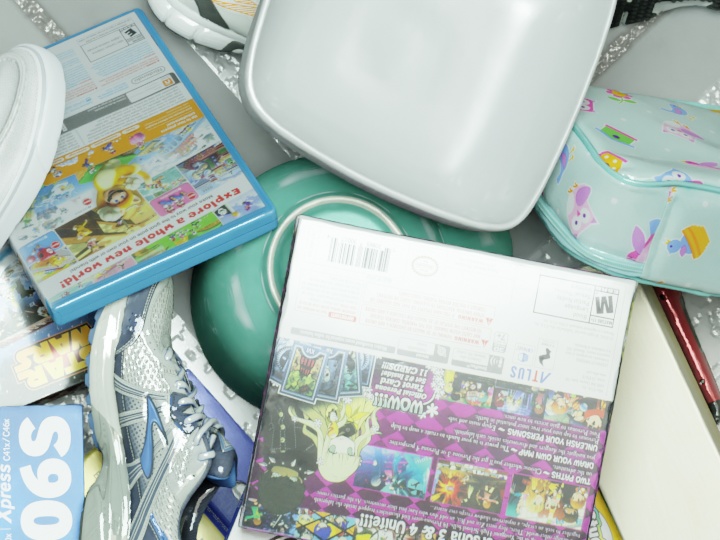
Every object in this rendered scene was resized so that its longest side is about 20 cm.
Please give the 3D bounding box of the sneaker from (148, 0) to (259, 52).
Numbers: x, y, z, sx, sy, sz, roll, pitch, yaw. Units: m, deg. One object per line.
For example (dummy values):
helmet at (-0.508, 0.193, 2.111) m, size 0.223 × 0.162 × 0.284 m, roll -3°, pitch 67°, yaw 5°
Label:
sneaker at (-0.030, -0.155, 1.693) m, size 0.199 × 0.080 × 0.074 m, roll 21°, pitch 49°, yaw -9°

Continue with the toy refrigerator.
toy refrigerator at (0.173, 0.095, 1.692) m, size 0.076 × 0.070 × 0.201 m, roll -27°, pitch 77°, yaw 10°

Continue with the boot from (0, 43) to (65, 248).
boot at (-0.245, -0.048, 1.587) m, size 0.095 × 0.073 × 0.201 m, roll 28°, pitch 85°, yaw -48°

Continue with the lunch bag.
lunch bag at (0.197, -0.048, 1.685) m, size 0.199 × 0.160 × 0.077 m, roll 9°, pitch 114°, yaw -26°

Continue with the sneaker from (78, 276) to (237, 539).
sneaker at (-0.108, 0.096, 1.605) m, size 0.085 × 0.077 × 0.201 m, roll -1°, pitch 84°, yaw 16°

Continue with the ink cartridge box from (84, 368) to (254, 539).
ink cartridge box at (-0.111, 0.193, 1.657) m, size 0.200 × 0.047 × 0.198 m, roll -42°, pitch 89°, yaw -11°

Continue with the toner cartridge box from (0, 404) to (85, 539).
toner cartridge box at (-0.204, 0.179, 1.600) m, size 0.094 × 0.043 × 0.201 m, roll -1°, pitch 81°, yaw -8°

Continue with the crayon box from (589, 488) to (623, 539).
crayon box at (0.115, 0.214, 1.684) m, size 0.118 × 0.058 × 0.201 m, roll -25°, pitch 85°, yaw -13°

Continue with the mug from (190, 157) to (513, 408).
mug at (-0.011, -0.003, 1.670) m, size 0.152 × 0.114 × 0.185 m, roll 41°, pitch 77°, yaw -1°

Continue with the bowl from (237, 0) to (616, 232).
bowl at (0.031, -0.135, 1.624) m, size 0.199 × 0.075 × 0.201 m, roll 27°, pitch 77°, yaw -17°

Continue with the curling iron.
curling iron at (0.180, 0.014, 1.746) m, size 0.049 × 0.026 × 0.201 m, roll -15°, pitch 84°, yaw -9°

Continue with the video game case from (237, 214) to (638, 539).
video game case at (0.043, 0.075, 1.587) m, size 0.199 × 0.036 × 0.182 m, roll 10°, pitch 90°, yaw -2°

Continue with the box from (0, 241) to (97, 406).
box at (-0.231, 0.023, 1.665) m, size 0.199 × 0.040 × 0.138 m, roll -21°, pitch 84°, yaw -13°

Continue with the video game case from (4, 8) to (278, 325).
video game case at (-0.154, -0.065, 1.648) m, size 0.143 × 0.018 × 0.200 m, roll -24°, pitch 50°, yaw -13°

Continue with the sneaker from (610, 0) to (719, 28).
sneaker at (0.182, -0.204, 1.769) m, size 0.199 × 0.074 × 0.080 m, roll -7°, pitch 67°, yaw -16°

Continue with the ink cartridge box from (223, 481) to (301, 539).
ink cartridge box at (0.014, 0.191, 1.624) m, size 0.199 × 0.044 × 0.094 m, roll 23°, pitch 84°, yaw -1°
